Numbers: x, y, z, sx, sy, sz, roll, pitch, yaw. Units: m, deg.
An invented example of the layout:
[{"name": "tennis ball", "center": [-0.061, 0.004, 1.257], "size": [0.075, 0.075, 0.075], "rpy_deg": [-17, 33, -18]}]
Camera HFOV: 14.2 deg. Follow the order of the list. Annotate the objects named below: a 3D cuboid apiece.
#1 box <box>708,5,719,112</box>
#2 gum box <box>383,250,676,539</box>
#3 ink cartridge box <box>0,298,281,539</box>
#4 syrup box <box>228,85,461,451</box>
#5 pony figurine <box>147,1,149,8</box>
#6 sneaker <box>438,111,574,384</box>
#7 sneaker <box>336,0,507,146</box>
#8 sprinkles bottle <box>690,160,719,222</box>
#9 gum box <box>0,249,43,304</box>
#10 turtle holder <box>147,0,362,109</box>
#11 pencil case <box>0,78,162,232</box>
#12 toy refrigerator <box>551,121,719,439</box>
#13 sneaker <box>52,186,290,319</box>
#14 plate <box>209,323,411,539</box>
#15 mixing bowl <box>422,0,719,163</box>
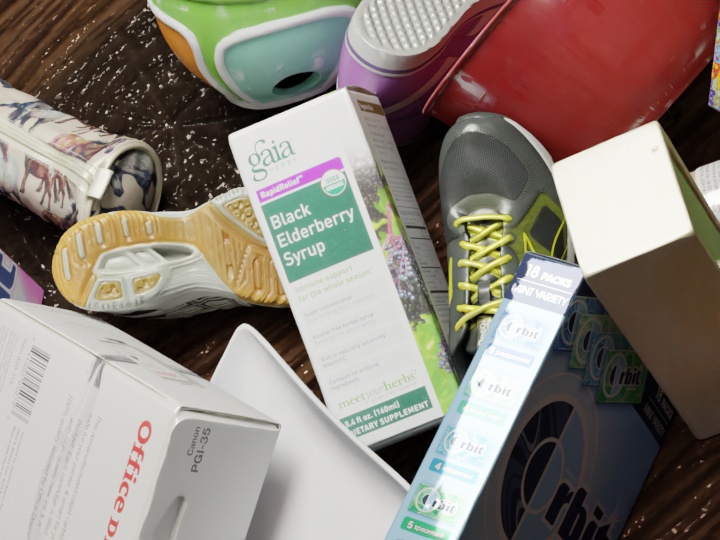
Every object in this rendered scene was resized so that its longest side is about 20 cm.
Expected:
[{"name": "box", "center": [0.305, -0.180, 1.568], "size": [0.200, 0.193, 0.122], "rpy_deg": [-27, 43, -37]}, {"name": "gum box", "center": [0.092, 0.118, 1.566], "size": [0.044, 0.170, 0.201], "rpy_deg": [16, 70, 32]}, {"name": "ink cartridge box", "center": [-0.151, 0.119, 1.686], "size": [0.200, 0.083, 0.147], "rpy_deg": [26, 101, 48]}, {"name": "syrup box", "center": [0.000, 0.000, 1.683], "size": [0.078, 0.081, 0.201], "rpy_deg": [-22, 86, 14]}, {"name": "pony figurine", "center": [-0.122, -0.286, 1.926], "size": [0.193, 0.167, 0.200], "rpy_deg": [40, 79, 22]}, {"name": "sneaker", "center": [0.084, 0.010, 1.630], "size": [0.074, 0.085, 0.201], "rpy_deg": [-11, 96, 20]}, {"name": "sneaker", "center": [0.048, -0.147, 1.802], "size": [0.073, 0.115, 0.200], "rpy_deg": [38, 50, 20]}, {"name": "sprinkles bottle", "center": [0.225, -0.035, 1.651], "size": [0.199, 0.068, 0.069], "rpy_deg": [-19, 56, 15]}, {"name": "gum box", "center": [-0.269, 0.077, 1.803], "size": [0.066, 0.114, 0.201], "rpy_deg": [-4, 61, 24]}, {"name": "turtle holder", "center": [-0.045, -0.185, 1.831], "size": [0.185, 0.132, 0.141], "rpy_deg": [-33, 39, -31]}, {"name": "pencil case", "center": [-0.214, -0.077, 1.879], "size": [0.199, 0.089, 0.078], "rpy_deg": [27, 92, 34]}, {"name": "toy refrigerator", "center": [0.175, 0.008, 1.569], "size": [0.070, 0.200, 0.076], "rpy_deg": [-23, 54, 12]}, {"name": "sneaker", "center": [-0.088, -0.009, 1.790], "size": [0.199, 0.088, 0.076], "rpy_deg": [-1, 82, 1]}, {"name": "plate", "center": [-0.050, 0.164, 1.652], "size": [0.200, 0.032, 0.200], "rpy_deg": [43, 112, 43]}, {"name": "mixing bowl", "center": [0.140, -0.131, 1.695], "size": [0.108, 0.200, 0.200], "rpy_deg": [43, 85, 2]}]
